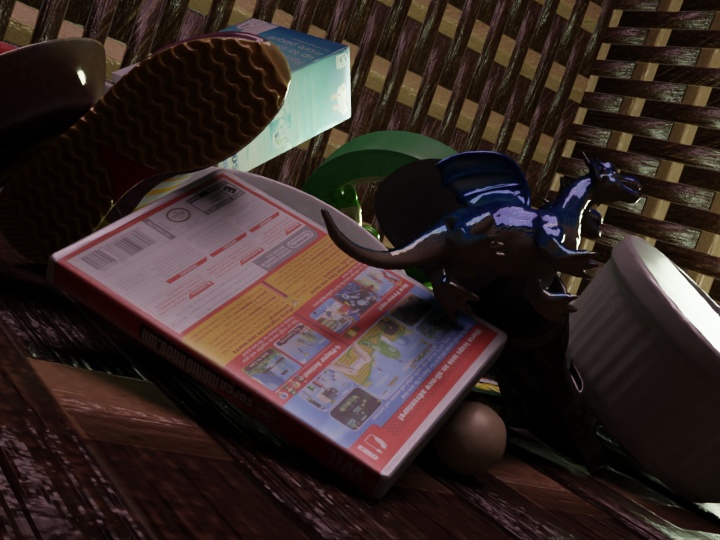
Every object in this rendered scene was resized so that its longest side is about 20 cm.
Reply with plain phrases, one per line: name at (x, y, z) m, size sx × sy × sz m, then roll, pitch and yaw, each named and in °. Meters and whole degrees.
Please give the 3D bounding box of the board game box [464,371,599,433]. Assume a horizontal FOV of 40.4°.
board game box at (0.089, 0.093, 0.774) m, size 0.199 × 0.024 × 0.105 m, roll 17°, pitch 7°, yaw -37°

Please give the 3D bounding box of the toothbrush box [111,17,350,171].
toothbrush box at (-0.127, -0.178, 0.999) m, size 0.146 × 0.086 × 0.200 m, roll 24°, pitch 42°, yaw 33°

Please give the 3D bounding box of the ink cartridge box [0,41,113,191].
ink cartridge box at (-0.297, -0.118, 0.869) m, size 0.083 × 0.145 × 0.200 m, roll 23°, pitch 6°, yaw 29°

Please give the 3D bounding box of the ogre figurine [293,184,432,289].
ogre figurine at (0.000, 0.000, 0.845) m, size 0.200 × 0.098 × 0.120 m, roll 43°, pitch 31°, yaw -3°

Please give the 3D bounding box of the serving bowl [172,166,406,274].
serving bowl at (-0.065, 0.007, 0.687) m, size 0.199 × 0.066 × 0.200 m, roll 22°, pitch 25°, yaw -11°

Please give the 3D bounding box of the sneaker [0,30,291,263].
sneaker at (-0.126, -0.081, 0.591) m, size 0.075 × 0.199 × 0.090 m, roll 59°, pitch 13°, yaw -11°

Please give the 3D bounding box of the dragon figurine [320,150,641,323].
dragon figurine at (0.068, -0.026, 0.544) m, size 0.199 × 0.059 × 0.100 m, roll 2°, pitch 40°, yaw -13°

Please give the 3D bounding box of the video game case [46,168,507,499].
video game case at (-0.038, 0.020, 0.506) m, size 0.199 × 0.018 × 0.143 m, roll 30°, pitch 35°, yaw 17°

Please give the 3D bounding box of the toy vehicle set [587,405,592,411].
toy vehicle set at (0.176, 0.096, 0.850) m, size 0.199 × 0.027 × 0.124 m, roll 27°, pitch -2°, yaw -7°

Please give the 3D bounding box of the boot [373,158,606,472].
boot at (0.088, 0.034, 0.665) m, size 0.200 × 0.069 × 0.174 m, roll 54°, pitch -6°, yaw 40°

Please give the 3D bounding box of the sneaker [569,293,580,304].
sneaker at (0.192, 0.052, 0.992) m, size 0.080 × 0.070 × 0.200 m, roll 61°, pitch -17°, yaw 9°

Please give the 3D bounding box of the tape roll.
tape roll at (0.035, -0.029, 0.918) m, size 0.200 × 0.201 × 0.048 m, roll 20°, pitch 35°, yaw 13°

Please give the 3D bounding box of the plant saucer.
plant saucer at (-0.231, -0.071, 0.575) m, size 0.035 × 0.200 × 0.200 m, roll 59°, pitch 2°, yaw -4°

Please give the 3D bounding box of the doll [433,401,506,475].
doll at (0.008, 0.039, 0.564) m, size 0.200 × 0.049 × 0.136 m, roll 42°, pitch 30°, yaw 28°

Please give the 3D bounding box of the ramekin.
ramekin at (0.231, 0.077, 0.711) m, size 0.202 × 0.094 × 0.203 m, roll 38°, pitch 20°, yaw -17°
